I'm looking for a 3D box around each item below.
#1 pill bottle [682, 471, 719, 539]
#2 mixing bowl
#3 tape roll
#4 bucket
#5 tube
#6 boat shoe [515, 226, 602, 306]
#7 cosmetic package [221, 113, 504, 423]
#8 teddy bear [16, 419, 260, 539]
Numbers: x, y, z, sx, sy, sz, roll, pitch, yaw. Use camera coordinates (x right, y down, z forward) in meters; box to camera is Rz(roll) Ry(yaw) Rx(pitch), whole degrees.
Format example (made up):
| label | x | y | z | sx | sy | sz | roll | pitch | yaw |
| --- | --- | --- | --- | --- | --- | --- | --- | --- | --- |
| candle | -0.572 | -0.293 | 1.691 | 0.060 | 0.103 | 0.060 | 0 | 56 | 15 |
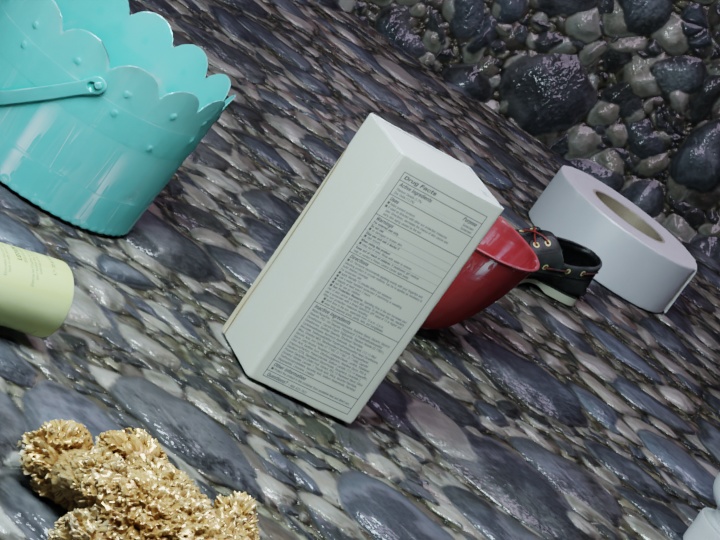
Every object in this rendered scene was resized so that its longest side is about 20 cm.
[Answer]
| label | x | y | z | sx | sy | sz | roll | pitch | yaw |
| --- | --- | --- | --- | --- | --- | --- | --- | --- | --- |
| pill bottle | 0.369 | 0.177 | 2.140 | 0.109 | 0.200 | 0.110 | 34 | 13 | -9 |
| mixing bowl | 0.048 | -0.019 | 2.212 | 0.200 | 0.109 | 0.200 | 33 | 14 | -9 |
| tape roll | 0.299 | -0.037 | 2.979 | 0.202 | 0.071 | 0.203 | 34 | 13 | -9 |
| bucket | -0.210 | -0.132 | 1.896 | 0.207 | 0.135 | 0.207 | 34 | 13 | -9 |
| tube | -0.266 | -0.006 | 1.530 | 0.199 | 0.052 | 0.058 | 19 | -19 | -39 |
| boat shoe | 0.176 | -0.020 | 2.638 | 0.201 | 0.063 | 0.074 | 20 | 23 | -46 |
| cosmetic package | 0.000 | 0.000 | 1.829 | 0.103 | 0.200 | 0.073 | 28 | 15 | -32 |
| teddy bear | -0.108 | 0.140 | 1.375 | 0.145 | 0.067 | 0.200 | 26 | 16 | -29 |
